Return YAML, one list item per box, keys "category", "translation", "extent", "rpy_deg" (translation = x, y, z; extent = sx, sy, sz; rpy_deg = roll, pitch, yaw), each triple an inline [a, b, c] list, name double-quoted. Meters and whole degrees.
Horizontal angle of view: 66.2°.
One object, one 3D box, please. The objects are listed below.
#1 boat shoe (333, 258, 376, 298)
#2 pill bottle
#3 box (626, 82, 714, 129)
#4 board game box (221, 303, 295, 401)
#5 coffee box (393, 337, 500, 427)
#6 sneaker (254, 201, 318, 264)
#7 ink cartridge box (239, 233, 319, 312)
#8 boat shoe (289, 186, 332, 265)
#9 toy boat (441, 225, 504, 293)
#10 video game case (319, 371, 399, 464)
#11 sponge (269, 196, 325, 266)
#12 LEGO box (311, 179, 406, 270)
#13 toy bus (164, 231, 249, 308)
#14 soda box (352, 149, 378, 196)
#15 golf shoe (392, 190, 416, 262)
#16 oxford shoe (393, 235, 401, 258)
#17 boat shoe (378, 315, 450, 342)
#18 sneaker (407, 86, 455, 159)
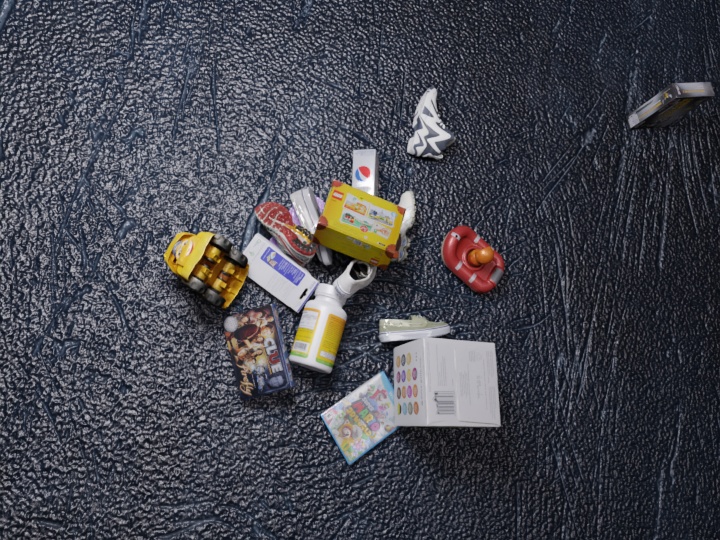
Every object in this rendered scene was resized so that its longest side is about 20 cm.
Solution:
- category: "boat shoe"
  translation: [0.000, 0.000, 1.386]
  extent: [0.072, 0.066, 0.199]
  rpy_deg: [48, 32, 5]
- category: "pill bottle"
  translation: [-0.097, 0.142, 1.366]
  extent: [0.109, 0.111, 0.204]
  rpy_deg: [20, 75, -12]
- category: "box"
  translation: [0.979, -0.521, 1.755]
  extent: [0.155, 0.200, 0.049]
  rpy_deg: [-7, 78, -18]
- category: "board game box"
  translation: [-0.245, 0.195, 1.325]
  extent: [0.133, 0.035, 0.204]
  rpy_deg: [-16, 84, 9]
- category: "coffee box"
  translation: [0.207, 0.286, 1.377]
  extent: [0.196, 0.198, 0.204]
  rpy_deg: [5, 74, -18]
- category: "sneaker"
  translation: [-0.193, -0.090, 1.368]
  extent: [0.200, 0.083, 0.077]
  rpy_deg: [45, 53, 15]
- category: "ink cartridge box"
  translation: [-0.206, 0.006, 1.380]
  extent: [0.199, 0.039, 0.100]
  rpy_deg: [38, 97, -6]
- category: "boat shoe"
  translation: [-0.126, -0.106, 1.397]
  extent: [0.065, 0.072, 0.203]
  rpy_deg: [-17, 100, 12]
- category: "toy boat"
  translation: [0.318, -0.037, 1.510]
  extent: [0.199, 0.131, 0.131]
  rpy_deg: [39, 72, -6]
- category: "video game case"
  translation: [0.014, 0.373, 1.407]
  extent: [0.198, 0.018, 0.145]
  rpy_deg: [-31, 89, -19]
- category: "sponge"
  translation: [-0.155, -0.102, 1.436]
  extent: [0.111, 0.030, 0.202]
  rpy_deg: [33, 73, -8]
- category: "LEGO box"
  translation: [-0.002, -0.113, 1.349]
  extent: [0.197, 0.078, 0.151]
  rpy_deg: [22, 53, -5]
- category: "toy bus"
  translation: [-0.379, -0.026, 1.274]
  extent: [0.190, 0.200, 0.137]
  rpy_deg: [26, 76, 20]
- category: "soda box"
  translation: [0.013, -0.216, 1.477]
  extent: [0.062, 0.068, 0.204]
  rpy_deg: [1, 79, 10]
- category: "golf shoe"
  translation: [0.093, -0.127, 1.493]
  extent: [0.095, 0.078, 0.204]
  rpy_deg: [14, 76, -7]
- category: "oxford shoe"
  translation: [0.011, -0.089, 1.444]
  extent: [0.196, 0.071, 0.074]
  rpy_deg: [15, 91, 4]
- category: "boat shoe"
  translation: [0.143, 0.150, 1.457]
  extent: [0.196, 0.072, 0.063]
  rpy_deg: [-5, 84, -14]
- category: "sneaker"
  translation: [0.218, -0.410, 1.576]
  extent: [0.127, 0.079, 0.203]
  rpy_deg: [17, 76, -14]
